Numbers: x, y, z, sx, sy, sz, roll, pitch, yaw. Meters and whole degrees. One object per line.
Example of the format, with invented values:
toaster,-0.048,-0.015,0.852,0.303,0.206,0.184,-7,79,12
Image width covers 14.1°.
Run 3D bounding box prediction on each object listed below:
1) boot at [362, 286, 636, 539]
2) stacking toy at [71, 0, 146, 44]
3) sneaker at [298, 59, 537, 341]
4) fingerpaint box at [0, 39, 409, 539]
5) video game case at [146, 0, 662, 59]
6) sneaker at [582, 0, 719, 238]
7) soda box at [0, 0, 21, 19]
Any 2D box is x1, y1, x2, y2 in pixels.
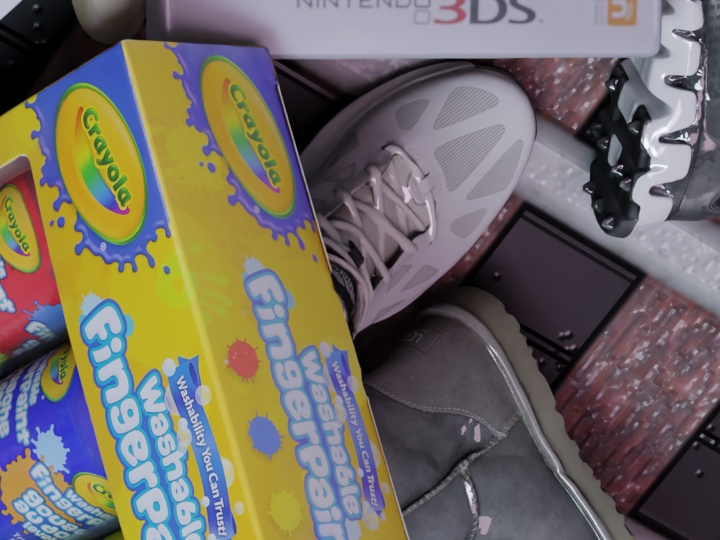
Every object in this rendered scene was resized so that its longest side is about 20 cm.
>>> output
boot,0.002,0.121,1.091,0.200,0.072,0.183,-37,101,-33
stacking toy,-0.001,-0.125,1.016,0.199,0.085,0.086,-3,119,-14
sneaker,0.000,0.001,1.031,0.200,0.115,0.076,-39,107,-13
fingerpaint box,-0.081,0.050,0.946,0.166,0.201,0.073,-26,165,39
video game case,0.018,-0.171,0.966,0.181,0.022,0.202,-2,98,-20
sneaker,0.144,-0.101,1.060,0.090,0.067,0.201,2,122,-14
soda box,-0.138,-0.119,0.949,0.068,0.064,0.200,32,138,-23
